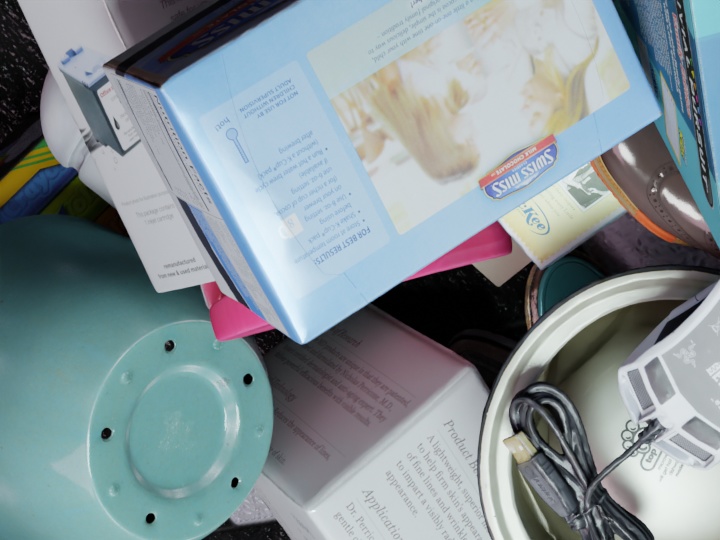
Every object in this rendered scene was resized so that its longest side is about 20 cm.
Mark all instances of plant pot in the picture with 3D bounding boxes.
[{"bbox_3d":[-0.144,0.078,1.048,0.160,0.200,0.202,13,138,49],"label":"plant pot"}]

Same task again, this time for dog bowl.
[{"bbox_3d":[0.160,0.094,0.940,0.198,0.074,0.202,1,96,4],"label":"dog bowl"}]

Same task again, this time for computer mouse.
[{"bbox_3d":[0.167,0.055,0.871,0.200,0.044,0.110,-41,86,19],"label":"computer mouse"}]

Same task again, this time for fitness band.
[{"bbox_3d":[0.000,0.000,0.978,0.143,0.200,0.038,-16,90,30],"label":"fitness band"}]

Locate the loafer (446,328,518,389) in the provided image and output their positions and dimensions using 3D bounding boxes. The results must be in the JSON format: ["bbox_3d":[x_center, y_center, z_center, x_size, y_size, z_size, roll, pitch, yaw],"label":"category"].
[{"bbox_3d":[0.128,0.116,1.139,0.199,0.063,0.072,38,142,-1],"label":"loafer"}]

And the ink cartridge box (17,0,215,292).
[{"bbox_3d":[-0.078,-0.112,0.960,0.086,0.146,0.201,-14,105,52],"label":"ink cartridge box"}]

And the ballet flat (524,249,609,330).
[{"bbox_3d":[0.150,0.070,1.081,0.070,0.071,0.201,-18,115,46],"label":"ballet flat"}]

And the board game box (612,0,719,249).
[{"bbox_3d":[0.144,-0.119,0.780,0.046,0.201,0.152,-15,124,2],"label":"board game box"}]

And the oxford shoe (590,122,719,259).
[{"bbox_3d":[0.200,-0.031,0.892,0.199,0.072,0.072,28,180,-19],"label":"oxford shoe"}]

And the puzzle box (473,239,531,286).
[{"bbox_3d":[0.045,-0.090,1.023,0.200,0.025,0.133,42,142,-6],"label":"puzzle box"}]

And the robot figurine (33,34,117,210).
[{"bbox_3d":[-0.108,-0.079,1.081,0.200,0.113,0.170,39,176,-2],"label":"robot figurine"}]

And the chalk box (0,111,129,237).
[{"bbox_3d":[-0.224,0.005,1.168,0.124,0.200,0.125,49,157,-18],"label":"chalk box"}]

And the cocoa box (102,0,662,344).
[{"bbox_3d":[0.007,-0.082,0.820,0.134,0.199,0.131,61,168,-18],"label":"cocoa box"}]

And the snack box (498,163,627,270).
[{"bbox_3d":[0.077,-0.109,0.937,0.116,0.037,0.200,-36,105,26],"label":"snack box"}]

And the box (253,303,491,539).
[{"bbox_3d":[0.028,0.146,1.132,0.200,0.130,0.200,57,168,-24],"label":"box"}]
